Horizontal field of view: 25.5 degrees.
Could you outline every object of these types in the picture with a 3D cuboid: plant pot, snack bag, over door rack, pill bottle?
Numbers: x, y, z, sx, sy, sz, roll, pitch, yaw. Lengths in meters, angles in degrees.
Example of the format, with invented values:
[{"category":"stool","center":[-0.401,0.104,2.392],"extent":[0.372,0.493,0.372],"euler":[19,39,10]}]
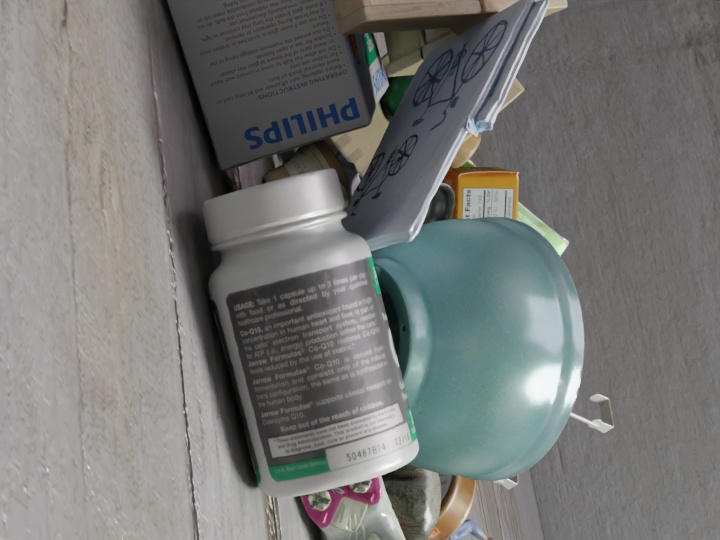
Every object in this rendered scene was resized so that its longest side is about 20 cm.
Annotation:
[{"category":"plant pot","center":[0.047,0.055,1.174],"extent":[0.134,0.200,0.202],"euler":[4,66,-39]},{"category":"snack bag","center":[0.047,-0.091,1.122],"extent":[0.201,0.021,0.188],"euler":[-62,-164,-16]},{"category":"over door rack","center":[0.127,0.163,1.482],"extent":[0.199,0.148,0.067],"euler":[14,51,-40]},{"category":"pill bottle","center":[-0.037,0.041,1.061],"extent":[0.113,0.112,0.201],"euler":[-24,100,-81]}]

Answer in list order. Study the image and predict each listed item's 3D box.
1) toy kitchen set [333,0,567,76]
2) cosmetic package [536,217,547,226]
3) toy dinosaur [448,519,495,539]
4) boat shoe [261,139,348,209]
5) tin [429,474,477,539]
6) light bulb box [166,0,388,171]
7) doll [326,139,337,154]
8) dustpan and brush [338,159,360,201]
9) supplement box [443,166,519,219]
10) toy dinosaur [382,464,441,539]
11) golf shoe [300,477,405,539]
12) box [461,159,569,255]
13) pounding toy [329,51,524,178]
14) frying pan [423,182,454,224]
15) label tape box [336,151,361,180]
[{"category":"toy kitchen set","center":[0.018,-0.246,1.198],"extent":[0.200,0.179,0.164],"euler":[-16,-96,60]},{"category":"cosmetic package","center":[0.095,0.018,1.606],"extent":[0.081,0.201,0.113],"euler":[34,-3,-3]},{"category":"toy dinosaur","center":[0.051,0.252,1.538],"extent":[0.199,0.105,0.182],"euler":[34,40,-24]},{"category":"boat shoe","center":[-0.050,-0.026,1.257],"extent":[0.072,0.065,0.200],"euler":[54,-20,24]},{"category":"tin","center":[0.035,0.144,1.371],"extent":[0.042,0.111,0.201],"euler":[41,32,-48]},{"category":"light bulb box","center":[-0.068,-0.205,1.227],"extent":[0.198,0.124,0.201],"euler":[-72,146,-74]},{"category":"doll","center":[-0.029,-0.048,1.474],"extent":[0.137,0.048,0.201],"euler":[81,-3,-63]},{"category":"dustpan and brush","center":[-0.016,0.008,1.351],"extent":[0.139,0.057,0.201],"euler":[20,-48,68]},{"category":"supplement box","center":[0.104,0.006,1.467],"extent":[0.067,0.068,0.202],"euler":[-156,-112,-73]},{"category":"toy dinosaur","center":[0.024,0.170,1.277],"extent":[0.077,0.102,0.201],"euler":[63,15,-55]},{"category":"golf shoe","center":[0.004,0.203,1.207],"extent":[0.092,0.075,0.201],"euler":[-72,148,-80]},{"category":"box","center":[0.089,0.012,1.517],"extent":[0.144,0.200,0.036],"euler":[38,-4,-22]},{"category":"pounding toy","center":[0.052,-0.124,1.402],"extent":[0.142,0.184,0.200],"euler":[49,5,-6]},{"category":"frying pan","center":[0.006,0.003,1.266],"extent":[0.031,0.190,0.115],"euler":[41,2,24]},{"category":"label tape box","center":[0.031,-0.106,1.626],"extent":[0.200,0.143,0.064],"euler":[-89,161,-58]}]
